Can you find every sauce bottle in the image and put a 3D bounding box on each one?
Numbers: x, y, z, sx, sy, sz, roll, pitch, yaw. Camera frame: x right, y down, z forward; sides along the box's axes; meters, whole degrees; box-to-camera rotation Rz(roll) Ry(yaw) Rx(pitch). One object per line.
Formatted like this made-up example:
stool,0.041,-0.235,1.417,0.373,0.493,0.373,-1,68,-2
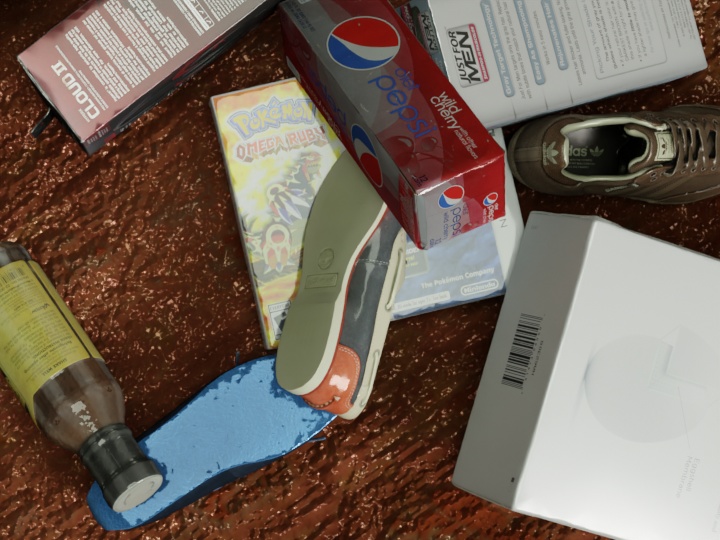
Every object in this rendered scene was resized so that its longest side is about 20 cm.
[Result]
sauce bottle,-0.203,0.073,1.575,0.065,0.065,0.200,-34,68,-4

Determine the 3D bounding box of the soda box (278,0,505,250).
soda box,0.020,-0.109,1.547,0.070,0.064,0.200,-23,54,-15

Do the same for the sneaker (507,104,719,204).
sneaker,0.205,-0.078,1.622,0.198,0.075,0.071,-6,95,-18

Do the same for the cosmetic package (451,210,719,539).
cosmetic package,0.195,0.084,1.593,0.199,0.123,0.201,18,88,-18

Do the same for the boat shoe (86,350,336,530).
boat shoe,-0.101,0.110,1.616,0.199,0.069,0.085,-24,87,-3

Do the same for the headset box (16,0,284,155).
headset box,-0.146,-0.157,1.572,0.200,0.149,0.075,-38,92,-5

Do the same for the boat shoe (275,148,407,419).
boat shoe,0.000,0.000,1.580,0.062,0.071,0.201,29,70,-38

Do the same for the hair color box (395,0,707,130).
hair color box,0.132,-0.160,1.611,0.199,0.061,0.100,-16,90,-23

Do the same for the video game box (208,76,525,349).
video game box,0.009,-0.055,1.636,0.198,0.047,0.184,-14,88,-5
